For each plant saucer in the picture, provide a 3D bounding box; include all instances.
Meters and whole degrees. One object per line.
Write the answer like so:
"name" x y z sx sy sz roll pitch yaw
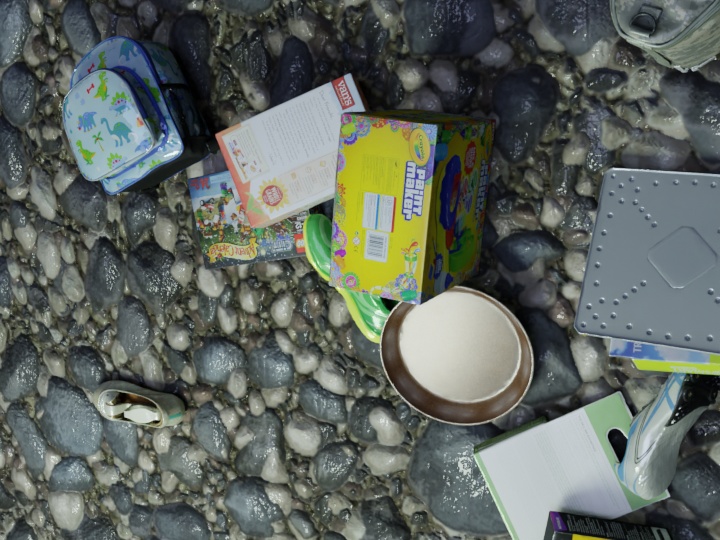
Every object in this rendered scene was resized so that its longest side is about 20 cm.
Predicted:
"plant saucer" 0.124 0.104 1.130 0.199 0.035 0.202 7 114 15

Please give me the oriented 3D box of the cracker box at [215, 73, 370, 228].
"cracker box" -0.073 -0.154 1.159 0.199 0.058 0.135 -22 89 10

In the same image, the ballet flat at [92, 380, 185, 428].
"ballet flat" -0.375 0.218 1.431 0.199 0.062 0.068 0 100 29

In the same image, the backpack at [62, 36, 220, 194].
"backpack" -0.332 -0.229 1.270 0.182 0.147 0.201 -24 86 28

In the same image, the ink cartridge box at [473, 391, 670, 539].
"ink cartridge box" 0.260 0.251 1.103 0.199 0.048 0.146 -26 88 9

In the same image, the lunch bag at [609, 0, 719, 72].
"lunch bag" 0.327 -0.290 0.871 0.139 0.200 0.169 32 110 22

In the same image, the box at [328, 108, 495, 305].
"box" 0.065 -0.085 1.055 0.121 0.192 0.201 11 106 25

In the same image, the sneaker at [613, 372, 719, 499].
"sneaker" 0.353 0.165 1.020 0.072 0.072 0.201 38 107 54

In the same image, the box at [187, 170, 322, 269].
"box" -0.148 -0.081 1.260 0.199 0.038 0.138 -8 96 30

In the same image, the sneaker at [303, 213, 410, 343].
"sneaker" 0.000 0.000 1.180 0.083 0.074 0.200 -37 92 31

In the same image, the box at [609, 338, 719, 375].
"box" 0.382 0.051 0.962 0.199 0.048 0.123 2 68 29

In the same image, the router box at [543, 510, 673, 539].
"router box" 0.287 0.402 1.080 0.148 0.051 0.201 8 108 2

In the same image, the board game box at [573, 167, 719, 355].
"board game box" 0.350 -0.010 0.957 0.199 0.026 0.201 8 73 27
